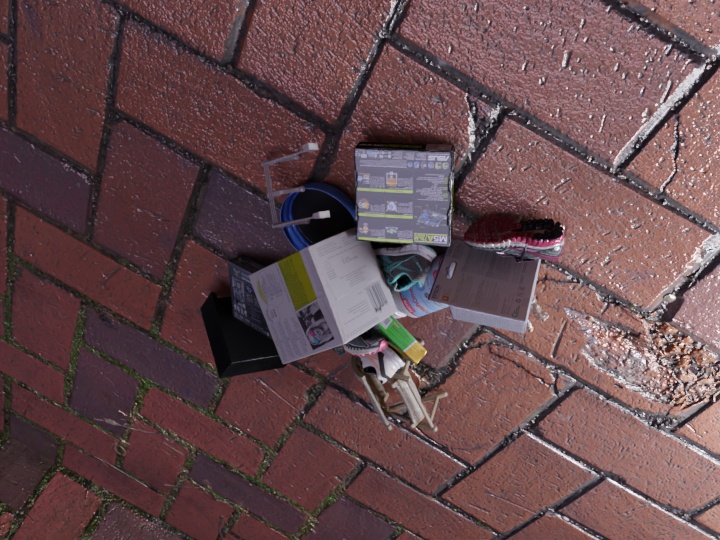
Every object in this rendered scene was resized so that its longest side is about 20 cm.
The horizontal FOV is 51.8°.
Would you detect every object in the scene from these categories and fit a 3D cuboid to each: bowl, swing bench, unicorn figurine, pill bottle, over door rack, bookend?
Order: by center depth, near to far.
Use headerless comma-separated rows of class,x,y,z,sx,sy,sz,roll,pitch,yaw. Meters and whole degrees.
over door rack,-0.127,-0.170,1.534,0.198,0.066,0.152,-7,94,53
unicorn figurine,0.314,0.071,1.593,0.138,0.074,0.199,48,144,-8
pill bottle,0.142,0.039,1.622,0.198,0.110,0.109,-24,118,40
bowl,-0.083,-0.103,1.640,0.196,0.040,0.204,16,131,18
swing bench,0.089,0.294,1.874,0.196,0.131,0.201,-6,128,31
bookend,-0.294,0.158,1.944,0.092,0.195,0.203,-45,59,46

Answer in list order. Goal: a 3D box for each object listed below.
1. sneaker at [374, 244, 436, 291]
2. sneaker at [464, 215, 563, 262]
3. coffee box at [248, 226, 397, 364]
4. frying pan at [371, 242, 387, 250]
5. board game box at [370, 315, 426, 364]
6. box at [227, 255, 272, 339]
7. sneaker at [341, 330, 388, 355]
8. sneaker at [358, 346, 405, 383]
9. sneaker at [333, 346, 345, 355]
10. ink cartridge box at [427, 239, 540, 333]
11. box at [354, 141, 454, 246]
sneaker,0.073,0.002,1.581,0.077,0.093,0.198,29,155,-32
sneaker,0.301,-0.053,1.470,0.195,0.082,0.076,6,137,20
coffee box,-0.078,0.049,1.552,0.196,0.198,0.204,-22,91,40
frying pan,-0.007,-0.014,1.710,0.187,0.031,0.116,-16,120,33
board game box,0.054,0.138,1.734,0.153,0.040,0.199,45,169,-17
box,-0.241,0.070,1.807,0.198,0.051,0.161,23,125,38
sneaker,-0.020,0.143,1.713,0.197,0.080,0.077,16,110,41
sneaker,0.015,0.193,1.769,0.199,0.080,0.074,34,170,44
sneaker,-0.076,0.127,1.857,0.081,0.073,0.203,25,146,43
ink cartridge box,0.251,0.027,1.494,0.195,0.198,0.044,11,134,16
box,0.086,-0.150,1.464,0.195,0.048,0.197,3,117,12
